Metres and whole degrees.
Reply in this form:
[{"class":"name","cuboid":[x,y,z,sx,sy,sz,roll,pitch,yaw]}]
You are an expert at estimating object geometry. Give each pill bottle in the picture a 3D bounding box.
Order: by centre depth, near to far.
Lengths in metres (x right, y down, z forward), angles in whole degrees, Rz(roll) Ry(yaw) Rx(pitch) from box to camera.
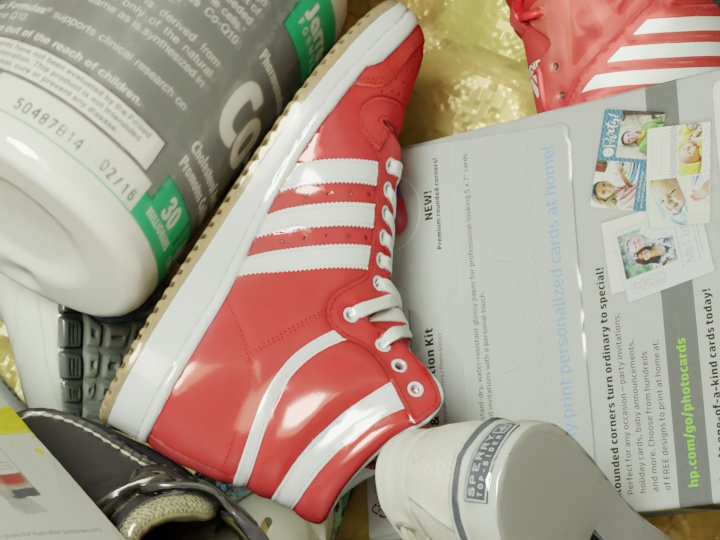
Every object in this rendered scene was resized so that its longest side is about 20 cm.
[{"class":"pill bottle","cuboid":[-0.076,-0.091,0.832,0.113,0.113,0.200,26,64,17]}]

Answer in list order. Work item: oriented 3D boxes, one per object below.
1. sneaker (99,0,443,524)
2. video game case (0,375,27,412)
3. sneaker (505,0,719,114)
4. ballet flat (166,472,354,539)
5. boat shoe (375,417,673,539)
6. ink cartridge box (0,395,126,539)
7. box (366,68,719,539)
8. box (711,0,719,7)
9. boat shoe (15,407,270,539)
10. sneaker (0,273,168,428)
[{"class":"sneaker","cuboid":[0.000,0.000,0.815,0.112,0.071,0.200,30,71,3]},{"class":"video game case","cuboid":[-0.251,0.086,0.931,0.200,0.022,0.182,-45,73,2]},{"class":"sneaker","cuboid":[0.062,-0.120,0.865,0.199,0.078,0.116,19,83,18]},{"class":"ballet flat","cuboid":[-0.063,0.127,0.832,0.200,0.074,0.074,-40,72,-9]},{"class":"boat shoe","cuboid":[0.069,0.118,0.773,0.070,0.200,0.071,2,57,40]},{"class":"ink cartridge box","cuboid":[-0.168,0.116,0.748,0.200,0.083,0.145,43,111,29]},{"class":"box","cuboid":[0.088,0.016,0.811,0.199,0.041,0.157,-12,75,35]},{"class":"box","cuboid":[0.227,-0.122,0.779,0.200,0.048,0.193,-34,65,-32]},{"class":"boat shoe","cuboid":[-0.068,0.102,0.770,0.072,0.065,0.200,-39,54,-18]},{"class":"sneaker","cuboid":[-0.137,-0.023,0.909,0.087,0.074,0.201,-18,70,25]}]
